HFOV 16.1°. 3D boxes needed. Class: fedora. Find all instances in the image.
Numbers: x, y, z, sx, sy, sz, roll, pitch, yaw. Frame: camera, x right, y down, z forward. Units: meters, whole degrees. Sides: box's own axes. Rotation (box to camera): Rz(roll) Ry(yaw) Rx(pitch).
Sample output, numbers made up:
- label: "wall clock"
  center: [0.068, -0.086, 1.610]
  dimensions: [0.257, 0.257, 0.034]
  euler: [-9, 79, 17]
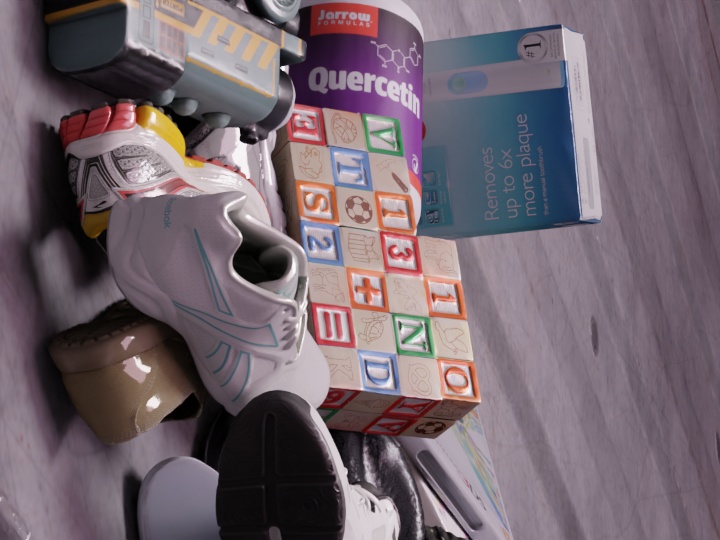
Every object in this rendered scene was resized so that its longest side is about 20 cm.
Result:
- label: "fedora"
  center: [-0.018, 0.161, 1.616]
  dimensions: [0.200, 0.091, 0.201]
  euler: [41, 38, -42]

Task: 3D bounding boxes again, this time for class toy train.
- label: "toy train"
  center: [-0.104, -0.145, 1.476]
  dimensions: [0.200, 0.085, 0.115]
  euler: [23, 65, -53]

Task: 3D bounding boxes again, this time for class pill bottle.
- label: "pill bottle"
  center: [-0.012, -0.119, 1.783]
  dimensions: [0.113, 0.112, 0.201]
  euler: [54, 33, -60]

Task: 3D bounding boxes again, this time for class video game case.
- label: "video game case"
  center: [0.052, 0.103, 1.906]
  dimensions: [0.183, 0.022, 0.200]
  euler: [54, 13, -32]

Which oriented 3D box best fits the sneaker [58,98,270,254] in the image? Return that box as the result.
- label: "sneaker"
  center: [-0.113, -0.024, 1.467]
  dimensions: [0.200, 0.077, 0.083]
  euler: [35, 45, -58]

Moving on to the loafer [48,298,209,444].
- label: "loafer"
  center: [-0.114, 0.052, 1.447]
  dimensions: [0.200, 0.076, 0.068]
  euler: [-20, 104, -63]

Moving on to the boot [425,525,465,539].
- label: "boot"
  center: [0.060, 0.223, 1.684]
  dimensions: [0.212, 0.079, 0.158]
  euler: [75, -3, -50]

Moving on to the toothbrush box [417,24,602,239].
- label: "toothbrush box"
  center: [0.070, -0.097, 1.906]
  dimensions: [0.085, 0.199, 0.147]
  euler: [1, 84, -73]

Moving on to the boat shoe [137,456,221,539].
- label: "boat shoe"
  center: [-0.080, 0.198, 1.516]
  dimensions: [0.201, 0.070, 0.066]
  euler: [60, -17, -15]

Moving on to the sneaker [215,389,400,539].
- label: "sneaker"
  center: [-0.028, 0.135, 1.471]
  dimensions: [0.116, 0.075, 0.201]
  euler: [-69, 153, -56]

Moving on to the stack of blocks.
- label: "stack of blocks"
  center: [0.000, 0.000, 1.615]
  dimensions: [0.115, 0.059, 0.201]
  euler: [7, 60, -29]

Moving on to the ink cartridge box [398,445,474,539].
- label: "ink cartridge box"
  center: [0.062, 0.227, 1.869]
  dimensions: [0.201, 0.067, 0.116]
  euler: [63, 12, 7]

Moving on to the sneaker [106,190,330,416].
- label: "sneaker"
  center: [-0.059, 0.023, 1.396]
  dimensions: [0.200, 0.080, 0.071]
  euler: [48, 38, -48]

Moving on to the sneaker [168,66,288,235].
- label: "sneaker"
  center: [-0.097, -0.058, 1.586]
  dimensions: [0.082, 0.075, 0.201]
  euler: [4, 84, -39]
